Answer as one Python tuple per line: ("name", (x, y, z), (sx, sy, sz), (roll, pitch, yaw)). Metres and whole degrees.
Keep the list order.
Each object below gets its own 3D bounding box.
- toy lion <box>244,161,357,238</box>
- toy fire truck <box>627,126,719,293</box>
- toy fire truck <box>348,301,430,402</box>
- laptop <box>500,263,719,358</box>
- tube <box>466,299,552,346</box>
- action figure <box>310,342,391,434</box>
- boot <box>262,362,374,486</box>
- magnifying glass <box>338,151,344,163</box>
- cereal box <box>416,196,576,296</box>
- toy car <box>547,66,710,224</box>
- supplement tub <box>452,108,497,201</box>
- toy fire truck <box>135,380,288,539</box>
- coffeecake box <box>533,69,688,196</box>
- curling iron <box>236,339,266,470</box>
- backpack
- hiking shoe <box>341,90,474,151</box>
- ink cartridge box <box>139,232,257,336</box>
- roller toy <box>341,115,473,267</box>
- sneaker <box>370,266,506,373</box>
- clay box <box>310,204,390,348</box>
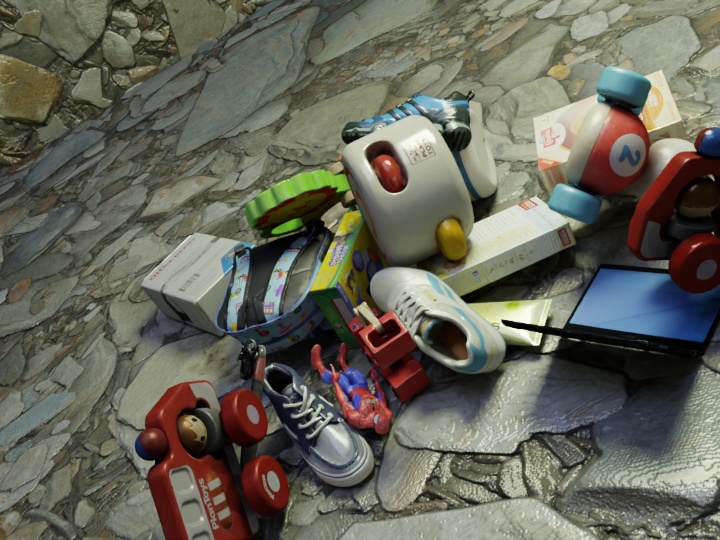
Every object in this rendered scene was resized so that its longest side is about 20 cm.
("toy lion", (-0.098, -0.098, 1.270), (0.191, 0.069, 0.200), (-18, -10, -40))
("toy fire truck", (0.391, -0.074, 0.906), (0.199, 0.169, 0.112), (-1, 28, -13))
("toy fire truck", (0.026, 0.087, 1.049), (0.049, 0.141, 0.200), (-34, 32, -5))
("laptop", (0.289, 0.033, 0.933), (0.177, 0.199, 0.104), (6, 85, 46))
("tube", (0.142, 0.067, 1.072), (0.199, 0.052, 0.058), (-3, 84, 33))
("action figure", (-0.008, 0.149, 1.070), (0.065, 0.052, 0.200), (3, 23, -25))
("boot", (-0.063, 0.187, 1.034), (0.073, 0.091, 0.200), (-41, 32, -16))
("magnifying glass", (0.038, -0.102, 1.249), (0.079, 0.200, 0.022), (-35, 26, 16))
("cereal box", (0.176, -0.030, 1.143), (0.199, 0.040, 0.144), (-23, 19, 3))
("toy car", (0.364, -0.127, 1.047), (0.199, 0.185, 0.177), (23, 10, 14))
("supplement tub", (0.101, -0.159, 1.327), (0.199, 0.145, 0.145), (-17, 34, 22))
("toy fire truck", (-0.181, 0.225, 0.955), (0.112, 0.201, 0.168), (-24, -12, 19))
("coffeecake box", (0.360, -0.192, 1.221), (0.199, 0.073, 0.154), (-19, 34, 21))
("curling iron", (-0.139, 0.188, 1.059), (0.049, 0.025, 0.202), (-12, 75, 58))
("backpack", (-0.113, 0.043, 1.236), (0.182, 0.135, 0.201), (-17, 34, 22))
("hiking shoe", (0.070, -0.216, 1.243), (0.199, 0.074, 0.087), (0, 64, 18))
("ink cartridge box", (-0.264, 0.019, 1.448), (0.199, 0.084, 0.145), (12, 52, 48))
("roller toy", (0.069, -0.107, 1.132), (0.139, 0.183, 0.200), (-25, 20, -2))
("sneaker", (0.083, 0.054, 1.031), (0.200, 0.081, 0.077), (34, 106, 32))
("clay box", (0.000, 0.000, 1.220), (0.047, 0.115, 0.201), (-10, 38, 30))
